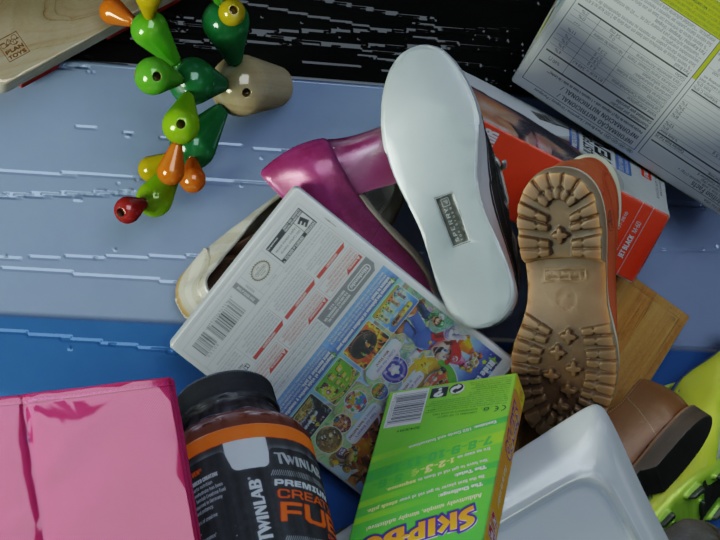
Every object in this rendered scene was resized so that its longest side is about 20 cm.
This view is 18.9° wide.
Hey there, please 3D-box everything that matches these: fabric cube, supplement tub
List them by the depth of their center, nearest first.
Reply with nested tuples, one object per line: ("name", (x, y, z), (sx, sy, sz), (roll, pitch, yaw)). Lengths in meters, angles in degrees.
("fabric cube", (-0.208, 0.198, 1.365), (0.199, 0.196, 0.200), (-7, 71, -17))
("supplement tub", (-0.072, 0.166, 1.426), (0.106, 0.107, 0.201), (-5, 55, -16))

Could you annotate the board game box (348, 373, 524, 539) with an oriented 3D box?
("board game box", (0.048, 0.143, 1.416), (0.095, 0.030, 0.200), (-10, 30, 20))

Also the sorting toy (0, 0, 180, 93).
("sorting toy", (-0.239, -0.245, 1.593), (0.200, 0.070, 0.199), (-32, 80, -23))

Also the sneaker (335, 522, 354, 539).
("sneaker", (0.026, 0.200, 1.470), (0.079, 0.074, 0.200), (26, 71, 42))

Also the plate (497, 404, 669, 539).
("plate", (0.124, 0.223, 1.451), (0.200, 0.032, 0.200), (-30, 105, -7))

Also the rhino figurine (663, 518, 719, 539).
("rhino figurine", (0.183, 0.246, 1.516), (0.199, 0.060, 0.088), (-29, 98, -8))

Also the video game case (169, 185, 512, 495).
("video game case", (-0.012, 0.057, 1.514), (0.200, 0.018, 0.143), (38, 93, -9))

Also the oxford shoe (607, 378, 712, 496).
("oxford shoe", (0.156, 0.157, 1.520), (0.071, 0.071, 0.200), (38, 70, 26))

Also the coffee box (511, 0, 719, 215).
("coffee box", (0.264, -0.203, 1.616), (0.200, 0.198, 0.200), (32, 47, -2))

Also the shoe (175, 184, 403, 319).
("shoe", (-0.044, -0.024, 1.569), (0.200, 0.053, 0.070), (-34, 81, -23))

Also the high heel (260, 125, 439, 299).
("high heel", (0.000, 0.000, 1.545), (0.096, 0.067, 0.201), (-18, 111, -3))

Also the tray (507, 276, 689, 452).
("tray", (0.151, 0.086, 1.590), (0.098, 0.037, 0.200), (35, 66, 0))

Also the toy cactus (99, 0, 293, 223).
("toy cactus", (-0.116, -0.133, 1.560), (0.165, 0.102, 0.201), (-4, 103, -56))

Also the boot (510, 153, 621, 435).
("boot", (0.153, 0.017, 1.511), (0.075, 0.107, 0.201), (6, 108, 16))

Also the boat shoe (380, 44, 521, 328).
("boat shoe", (0.071, -0.061, 1.514), (0.073, 0.068, 0.200), (-21, 92, 17))

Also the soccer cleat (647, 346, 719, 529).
("soccer cleat", (0.246, 0.125, 1.596), (0.084, 0.065, 0.200), (28, 66, 30))

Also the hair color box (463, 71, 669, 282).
("hair color box", (0.126, -0.077, 1.598), (0.199, 0.111, 0.064), (26, 110, -4))
